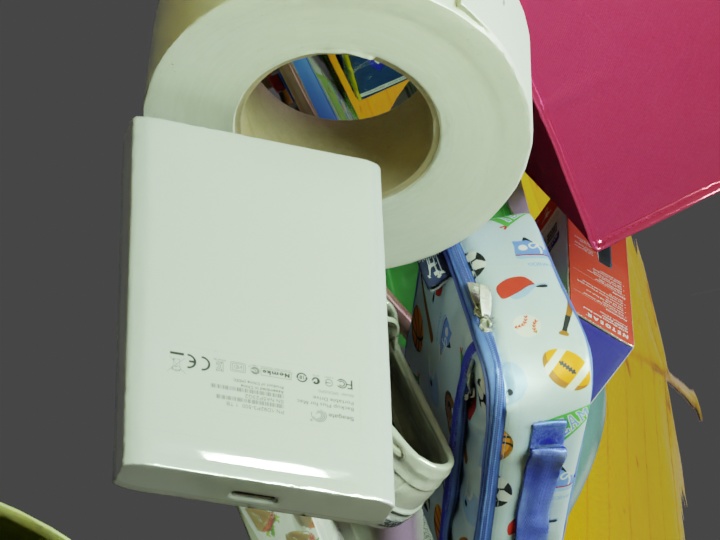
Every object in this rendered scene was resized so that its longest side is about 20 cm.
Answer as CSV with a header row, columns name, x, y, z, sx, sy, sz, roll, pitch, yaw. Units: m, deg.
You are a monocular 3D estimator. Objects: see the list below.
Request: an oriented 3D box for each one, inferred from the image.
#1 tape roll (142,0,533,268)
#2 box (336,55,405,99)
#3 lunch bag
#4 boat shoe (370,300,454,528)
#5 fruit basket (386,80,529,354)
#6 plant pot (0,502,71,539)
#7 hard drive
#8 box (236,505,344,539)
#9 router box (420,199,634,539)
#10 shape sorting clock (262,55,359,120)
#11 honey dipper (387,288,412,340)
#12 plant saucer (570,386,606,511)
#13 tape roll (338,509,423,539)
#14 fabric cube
name,x,y,z,sx,sy,sz,roll,pitch,yaw
tape roll,-0.010,-0.093,1.287,0.071,0.202,0.203,-87,159,-46
box,0.004,-0.175,1.386,0.200,0.070,0.064,71,-4,-66
lunch bag,0.072,0.076,1.356,0.160,0.075,0.200,-106,-165,-47
boat shoe,-0.010,0.038,1.344,0.072,0.066,0.200,5,52,-45
fruit basket,0.044,-0.012,1.577,0.200,0.093,0.186,119,-41,-72
plant pot,-0.125,0.161,0.724,0.200,0.187,0.188,85,-5,-81
hard drive,-0.051,0.022,1.203,0.026,0.132,0.200,121,-26,-49
box,-0.052,0.088,1.297,0.041,0.039,0.200,-80,154,-60
router box,0.098,0.064,1.598,0.049,0.200,0.180,30,25,-11
shape sorting clock,-0.042,-0.117,1.454,0.200,0.039,0.200,61,7,-13
honey dipper,0.000,0.000,1.435,0.200,0.038,0.038,47,25,-20
plant saucer,0.102,0.136,1.596,0.027,0.200,0.200,30,30,-11
tape roll,-0.009,0.098,1.467,0.203,0.037,0.203,-13,90,-77
fabric cube,0.157,-0.167,1.478,0.199,0.196,0.200,-121,-174,-63
